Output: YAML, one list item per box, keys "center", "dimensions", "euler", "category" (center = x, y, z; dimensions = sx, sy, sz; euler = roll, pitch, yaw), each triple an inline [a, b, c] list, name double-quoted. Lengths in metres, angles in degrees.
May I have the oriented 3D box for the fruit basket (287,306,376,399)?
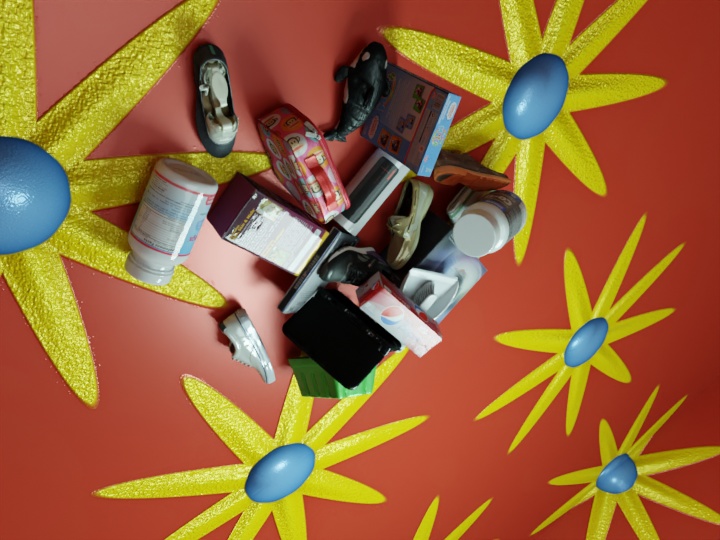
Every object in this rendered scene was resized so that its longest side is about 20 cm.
- center: [-0.054, 0.177, 1.482]
  dimensions: [0.155, 0.216, 0.216]
  euler: [-2, 120, -36]
  category: "fruit basket"

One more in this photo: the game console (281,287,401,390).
- center: [-0.035, 0.140, 1.401]
  dimensions: [0.117, 0.200, 0.176]
  euler: [-52, 165, 7]
  category: "game console"

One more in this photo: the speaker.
- center: [0.021, -0.170, 1.348]
  dimensions: [0.200, 0.081, 0.081]
  euler: [-50, 135, 4]
  category: "speaker"

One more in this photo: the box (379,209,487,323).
- center: [0.155, -0.003, 1.530]
  dimensions: [0.198, 0.123, 0.200]
  euler: [-48, 135, 0]
  category: "box"

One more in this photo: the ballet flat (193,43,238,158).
- center: [-0.237, -0.269, 1.101]
  dimensions: [0.073, 0.073, 0.201]
  euler: [-19, 129, -25]
  category: "ballet flat"

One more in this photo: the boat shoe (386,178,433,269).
- center: [0.091, -0.103, 1.437]
  dimensions: [0.066, 0.074, 0.201]
  euler: [24, 80, -33]
  category: "boat shoe"

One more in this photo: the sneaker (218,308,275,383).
- center: [-0.240, 0.167, 1.406]
  dimensions: [0.071, 0.073, 0.200]
  euler: [-25, 123, -8]
  category: "sneaker"

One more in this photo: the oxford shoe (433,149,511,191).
- center: [0.249, -0.224, 1.466]
  dimensions: [0.199, 0.073, 0.071]
  euler: [8, 158, -30]
  category: "oxford shoe"

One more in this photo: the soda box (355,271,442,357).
- center: [0.081, 0.093, 1.375]
  dimensions: [0.070, 0.063, 0.200]
  euler: [-40, 121, 16]
  category: "soda box"

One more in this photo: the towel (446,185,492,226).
- center: [0.276, -0.130, 1.580]
  dimensions: [0.149, 0.031, 0.200]
  euler: [-50, 138, -13]
  category: "towel"

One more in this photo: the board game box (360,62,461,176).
- center: [0.087, -0.283, 1.232]
  dimensions: [0.037, 0.200, 0.152]
  euler: [3, 118, -38]
  category: "board game box"

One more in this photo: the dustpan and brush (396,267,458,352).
- center: [0.121, 0.095, 1.446]
  dimensions: [0.139, 0.057, 0.200]
  euler: [11, 127, -31]
  category: "dustpan and brush"

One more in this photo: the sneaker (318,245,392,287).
- center: [0.000, 0.000, 1.373]
  dimensions: [0.200, 0.088, 0.076]
  euler: [-14, 140, -55]
  category: "sneaker"

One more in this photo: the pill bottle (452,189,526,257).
- center: [0.281, -0.103, 1.451]
  dimensions: [0.200, 0.114, 0.114]
  euler: [-32, 141, -55]
  category: "pill bottle"

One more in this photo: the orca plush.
- center: [-0.007, -0.314, 1.218]
  dimensions: [0.105, 0.071, 0.200]
  euler: [31, 115, -25]
  category: "orca plush"

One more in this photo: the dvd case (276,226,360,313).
- center: [-0.084, 0.002, 1.377]
  dimensions: [0.200, 0.025, 0.150]
  euler: [-53, 167, 7]
  category: "dvd case"

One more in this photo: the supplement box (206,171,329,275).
- center: [-0.173, -0.085, 1.260]
  dimensions: [0.200, 0.086, 0.110]
  euler: [29, 100, -44]
  category: "supplement box"

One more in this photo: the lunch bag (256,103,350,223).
- center: [-0.096, -0.184, 1.185]
  dimensions: [0.082, 0.176, 0.200]
  euler: [-34, 134, -11]
  category: "lunch bag"

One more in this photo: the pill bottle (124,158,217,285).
- center: [-0.329, -0.080, 1.135]
  dimensions: [0.109, 0.109, 0.200]
  euler: [13, 111, -41]
  category: "pill bottle"
